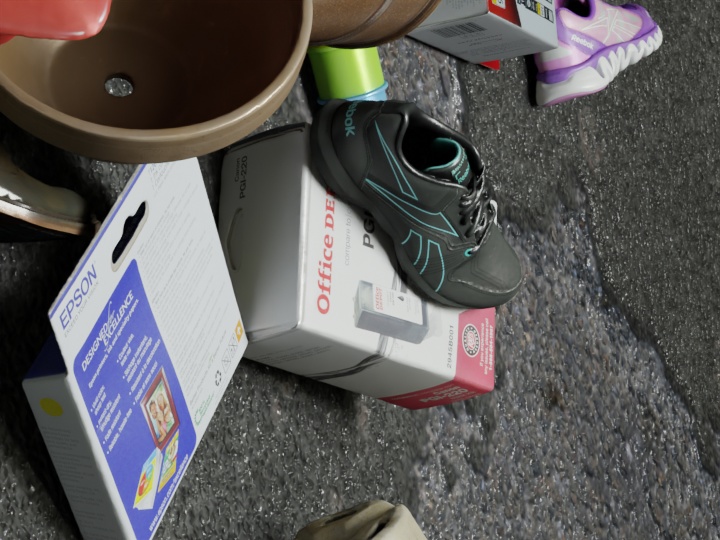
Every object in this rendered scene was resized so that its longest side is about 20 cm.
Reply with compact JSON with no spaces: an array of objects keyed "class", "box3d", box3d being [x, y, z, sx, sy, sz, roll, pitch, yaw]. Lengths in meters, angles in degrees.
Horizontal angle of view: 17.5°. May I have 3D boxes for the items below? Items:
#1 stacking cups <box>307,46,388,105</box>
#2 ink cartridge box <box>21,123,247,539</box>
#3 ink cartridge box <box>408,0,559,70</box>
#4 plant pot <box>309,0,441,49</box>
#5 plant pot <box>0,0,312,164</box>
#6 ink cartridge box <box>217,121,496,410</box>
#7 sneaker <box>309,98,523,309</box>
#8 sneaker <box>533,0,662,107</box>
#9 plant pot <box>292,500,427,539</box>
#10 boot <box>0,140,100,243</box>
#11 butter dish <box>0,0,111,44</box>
[{"class":"stacking cups","box3d":[0.002,-0.111,1.681,0.060,0.060,0.201,-40,117,-57]},{"class":"ink cartridge box","box3d":[-0.134,0.033,1.378,0.198,0.047,0.201,-64,148,-44]},{"class":"ink cartridge box","box3d":[0.100,-0.277,1.878,0.175,0.083,0.201,13,71,-60]},{"class":"plant pot","box3d":[-0.065,-0.223,1.468,0.198,0.199,0.202,-23,104,-53]},{"class":"plant pot","box3d":[-0.131,-0.129,1.316,0.093,0.200,0.202,107,-2,-55]},{"class":"ink cartridge box","box3d":[0.000,0.000,1.585,0.199,0.085,0.147,19,66,-42]},{"class":"sneaker","box3d":[0.052,-0.042,1.533,0.200,0.079,0.076,42,50,-33]},{"class":"sneaker","box3d":[0.204,-0.215,2.065,0.200,0.080,0.089,-37,108,-57]},{"class":"plant pot","box3d":[0.008,0.258,1.498,0.184,0.200,0.200,63,32,-9]},{"class":"boot","box3d":[-0.209,-0.068,1.273,0.200,0.074,0.098,10,77,-58]},{"class":"butter dish","box3d":[-0.234,-0.190,1.201,0.199,0.148,0.201,9,62,-18]}]
